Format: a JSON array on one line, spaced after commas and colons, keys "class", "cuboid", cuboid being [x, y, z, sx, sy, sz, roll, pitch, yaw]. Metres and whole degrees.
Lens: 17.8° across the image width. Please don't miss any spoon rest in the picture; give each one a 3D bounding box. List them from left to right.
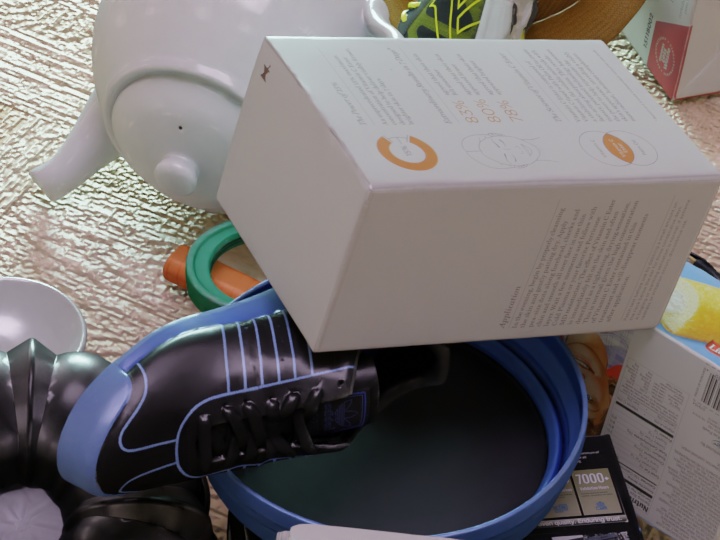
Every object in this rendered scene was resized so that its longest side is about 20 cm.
[{"class": "spoon rest", "cuboid": [-0.194, 0.070, 1.237, 0.099, 0.061, 0.200, -2, 44, -9]}]

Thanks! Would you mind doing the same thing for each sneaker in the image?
[{"class": "sneaker", "cuboid": [-0.045, 0.058, 1.079, 0.200, 0.070, 0.078, -29, 44, -34]}, {"class": "sneaker", "cuboid": [0.064, -0.163, 1.444, 0.084, 0.201, 0.074, 12, -1, 18]}]

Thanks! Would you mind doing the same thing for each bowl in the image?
[{"class": "bowl", "cuboid": [0.012, 0.073, 1.152, 0.200, 0.039, 0.201, 3, 41, -3]}]

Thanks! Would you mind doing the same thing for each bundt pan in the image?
[{"class": "bundt pan", "cuboid": [-0.165, 0.121, 1.123, 0.201, 0.076, 0.203, 4, 65, -8]}]

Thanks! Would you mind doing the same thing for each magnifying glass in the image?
[{"class": "magnifying glass", "cuboid": [-0.024, 0.035, 1.326, 0.199, 0.022, 0.080, 24, 46, 19]}, {"class": "magnifying glass", "cuboid": [0.000, 0.000, 1.320, 0.199, 0.022, 0.080, 0, 44, -4]}]

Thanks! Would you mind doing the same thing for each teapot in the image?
[{"class": "teapot", "cuboid": [-0.077, -0.103, 1.351, 0.197, 0.200, 0.146, 23, 52, 3]}]

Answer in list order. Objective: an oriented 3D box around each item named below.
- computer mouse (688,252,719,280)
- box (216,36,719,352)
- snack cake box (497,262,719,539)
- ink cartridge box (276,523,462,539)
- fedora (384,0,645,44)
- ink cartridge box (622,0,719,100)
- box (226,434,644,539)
[{"class": "computer mouse", "cuboid": [0.255, 0.040, 1.348, 0.200, 0.034, 0.059, 35, 51, 28]}, {"class": "box", "cuboid": [0.051, -0.040, 1.116, 0.199, 0.098, 0.125, -2, 39, -30]}, {"class": "snack cake box", "cuboid": [0.135, 0.047, 1.220, 0.200, 0.115, 0.067, 33, 41, 25]}, {"class": "ink cartridge box", "cuboid": [0.024, 0.221, 0.997, 0.144, 0.201, 0.084, 5, 5, -1]}, {"class": "fedora", "cuboid": [0.108, -0.206, 1.528, 0.200, 0.082, 0.202, -4, 77, 15]}, {"class": "ink cartridge box", "cuboid": [0.205, -0.223, 1.562, 0.067, 0.117, 0.200, -10, 44, -18]}, {"class": "box", "cuboid": [0.041, 0.173, 1.137, 0.199, 0.086, 0.164, -4, 43, -10]}]
